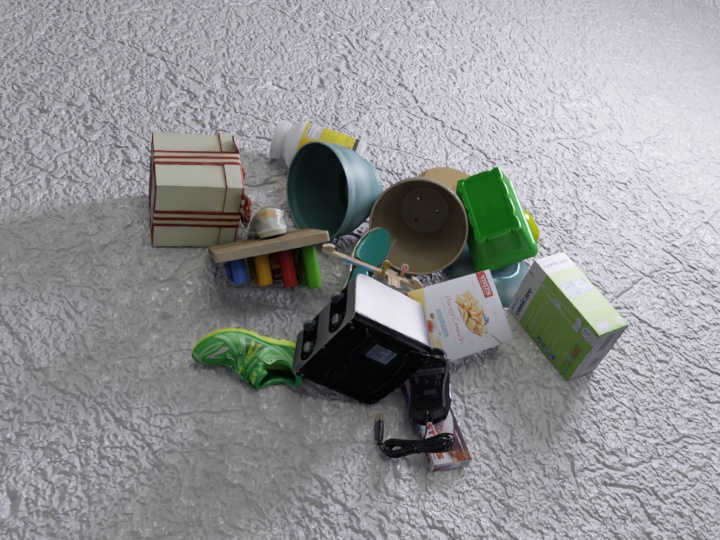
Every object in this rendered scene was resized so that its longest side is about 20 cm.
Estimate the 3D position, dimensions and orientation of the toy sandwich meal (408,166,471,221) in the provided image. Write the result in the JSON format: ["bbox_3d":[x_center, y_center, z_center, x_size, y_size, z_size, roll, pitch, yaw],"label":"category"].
[{"bbox_3d":[0.200,-0.156,1.731,0.204,0.070,0.206,13,41,-12],"label":"toy sandwich meal"}]

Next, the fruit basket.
[{"bbox_3d":[0.292,-0.092,1.604,0.155,0.216,0.216,-19,47,9],"label":"fruit basket"}]

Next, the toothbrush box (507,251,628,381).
[{"bbox_3d":[0.400,0.089,1.499,0.086,0.146,0.200,-16,53,-30],"label":"toothbrush box"}]

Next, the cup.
[{"bbox_3d":[0.127,-0.108,1.588,0.200,0.201,0.143,22,22,3],"label":"cup"}]

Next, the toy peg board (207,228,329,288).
[{"bbox_3d":[-0.165,-0.009,1.398,0.198,0.098,0.200,-12,7,-13],"label":"toy peg board"}]

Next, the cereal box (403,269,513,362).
[{"bbox_3d":[0.179,0.089,1.421,0.199,0.040,0.144,-15,83,-30],"label":"cereal box"}]

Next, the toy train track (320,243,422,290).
[{"bbox_3d":[0.024,-0.014,1.420,0.199,0.033,0.115,21,13,-7],"label":"toy train track"}]

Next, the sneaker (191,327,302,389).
[{"bbox_3d":[-0.184,0.151,1.291,0.199,0.074,0.084,9,41,-11],"label":"sneaker"}]

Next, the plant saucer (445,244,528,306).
[{"bbox_3d":[0.279,-0.012,1.632,0.200,0.039,0.202,10,46,-10],"label":"plant saucer"}]

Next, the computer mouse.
[{"bbox_3d":[0.093,0.231,1.303,0.140,0.046,0.201,-15,49,17],"label":"computer mouse"}]

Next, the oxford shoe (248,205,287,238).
[{"bbox_3d":[-0.179,-0.095,1.470,0.075,0.200,0.058,-15,96,-10],"label":"oxford shoe"}]

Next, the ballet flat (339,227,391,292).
[{"bbox_3d":[0.000,0.000,1.494,0.069,0.070,0.200,22,56,3],"label":"ballet flat"}]

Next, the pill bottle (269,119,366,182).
[{"bbox_3d":[-0.095,-0.261,1.696,0.199,0.113,0.113,19,44,1],"label":"pill bottle"}]

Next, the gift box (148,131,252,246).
[{"bbox_3d":[-0.305,-0.159,1.470,0.186,0.200,0.185,0,52,-20],"label":"gift box"}]

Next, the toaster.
[{"bbox_3d":[0.011,0.122,1.287,0.200,0.181,0.119,27,37,-26],"label":"toaster"}]

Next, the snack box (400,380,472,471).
[{"bbox_3d":[0.125,0.251,1.334,0.072,0.024,0.200,-3,48,-19],"label":"snack box"}]

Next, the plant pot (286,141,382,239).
[{"bbox_3d":[-0.041,-0.165,1.575,0.134,0.201,0.200,-10,50,-42],"label":"plant pot"}]
